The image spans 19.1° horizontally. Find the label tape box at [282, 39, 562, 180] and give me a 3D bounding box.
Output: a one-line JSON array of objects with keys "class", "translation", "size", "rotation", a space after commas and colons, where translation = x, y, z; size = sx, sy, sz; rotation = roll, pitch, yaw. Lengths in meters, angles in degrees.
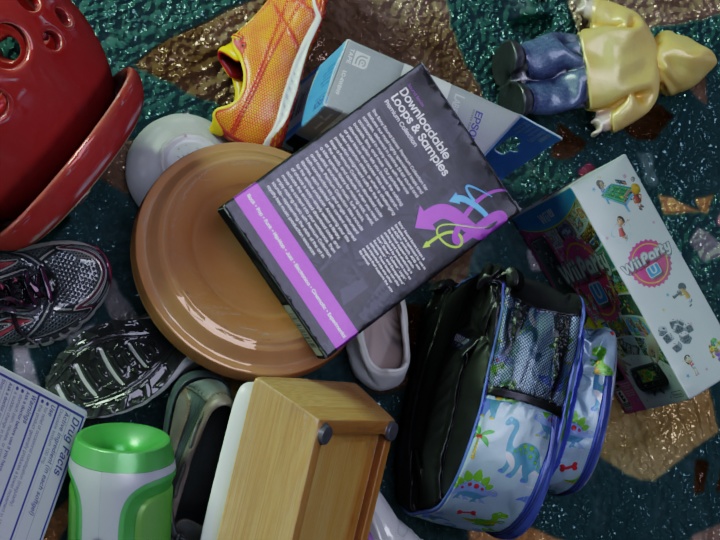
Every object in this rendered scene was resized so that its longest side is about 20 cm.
[{"class": "label tape box", "translation": [0.047, -0.108, 1.777], "size": [0.199, 0.143, 0.067], "rotation": [24, 74, -12]}]

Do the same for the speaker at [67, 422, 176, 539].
[{"class": "speaker", "translation": [-0.185, 0.223, 1.643], "size": [0.088, 0.088, 0.202], "rotation": [-1, 104, -18]}]

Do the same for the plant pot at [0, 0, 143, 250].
[{"class": "plant pot", "translation": [-0.279, -0.132, 1.655], "size": [0.182, 0.200, 0.201], "rotation": [40, 71, -16]}]

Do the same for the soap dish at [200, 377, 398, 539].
[{"class": "soap dish", "translation": [-0.050, 0.187, 1.670], "size": [0.081, 0.157, 0.202], "rotation": [14, 93, 28]}]

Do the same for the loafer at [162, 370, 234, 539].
[{"class": "loafer", "translation": [-0.126, 0.182, 1.679], "size": [0.071, 0.063, 0.202], "rotation": [-3, 104, -23]}]

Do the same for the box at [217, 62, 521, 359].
[{"class": "box", "translation": [0.008, -0.047, 1.670], "size": [0.199, 0.036, 0.144], "rotation": [-36, 96, -13]}]

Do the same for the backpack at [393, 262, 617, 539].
[{"class": "backpack", "translation": [0.118, 0.115, 1.740], "size": [0.146, 0.183, 0.202], "rotation": [18, 79, -13]}]

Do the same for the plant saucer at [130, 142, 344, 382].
[{"class": "plant saucer", "translation": [-0.083, -0.011, 1.697], "size": [0.198, 0.032, 0.202], "rotation": [8, 65, -18]}]

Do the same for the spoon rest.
[{"class": "spoon rest", "translation": [-0.109, -0.047, 1.771], "size": [0.200, 0.061, 0.099], "rotation": [43, 69, 8]}]

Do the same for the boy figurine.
[{"class": "boy figurine", "translation": [0.217, -0.183, 1.888], "size": [0.198, 0.064, 0.126], "rotation": [-11, 83, -20]}]

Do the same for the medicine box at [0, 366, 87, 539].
[{"class": "medicine box", "translation": [-0.327, 0.151, 1.590], "size": [0.200, 0.102, 0.184], "rotation": [34, 68, -44]}]

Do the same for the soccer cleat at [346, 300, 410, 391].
[{"class": "soccer cleat", "translation": [0.000, 0.000, 1.778], "size": [0.069, 0.078, 0.202], "rotation": [-17, 85, -19]}]

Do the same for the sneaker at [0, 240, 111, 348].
[{"class": "sneaker", "translation": [-0.287, 0.028, 1.684], "size": [0.199, 0.075, 0.081], "rotation": [-19, 86, -20]}]

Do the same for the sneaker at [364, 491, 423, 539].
[{"class": "sneaker", "translation": [0.041, 0.256, 1.761], "size": [0.099, 0.075, 0.201], "rotation": [-25, 86, -43]}]

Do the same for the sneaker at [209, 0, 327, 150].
[{"class": "sneaker", "translation": [-0.074, -0.195, 1.785], "size": [0.077, 0.073, 0.201], "rotation": [19, 62, -3]}]

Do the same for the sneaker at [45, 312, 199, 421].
[{"class": "sneaker", "translation": [-0.160, 0.064, 1.717], "size": [0.199, 0.079, 0.074], "rotation": [-30, 78, -16]}]

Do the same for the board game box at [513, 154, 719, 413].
[{"class": "board game box", "translation": [0.223, 0.015, 1.811], "size": [0.064, 0.147, 0.201], "rotation": [-29, 89, -18]}]
